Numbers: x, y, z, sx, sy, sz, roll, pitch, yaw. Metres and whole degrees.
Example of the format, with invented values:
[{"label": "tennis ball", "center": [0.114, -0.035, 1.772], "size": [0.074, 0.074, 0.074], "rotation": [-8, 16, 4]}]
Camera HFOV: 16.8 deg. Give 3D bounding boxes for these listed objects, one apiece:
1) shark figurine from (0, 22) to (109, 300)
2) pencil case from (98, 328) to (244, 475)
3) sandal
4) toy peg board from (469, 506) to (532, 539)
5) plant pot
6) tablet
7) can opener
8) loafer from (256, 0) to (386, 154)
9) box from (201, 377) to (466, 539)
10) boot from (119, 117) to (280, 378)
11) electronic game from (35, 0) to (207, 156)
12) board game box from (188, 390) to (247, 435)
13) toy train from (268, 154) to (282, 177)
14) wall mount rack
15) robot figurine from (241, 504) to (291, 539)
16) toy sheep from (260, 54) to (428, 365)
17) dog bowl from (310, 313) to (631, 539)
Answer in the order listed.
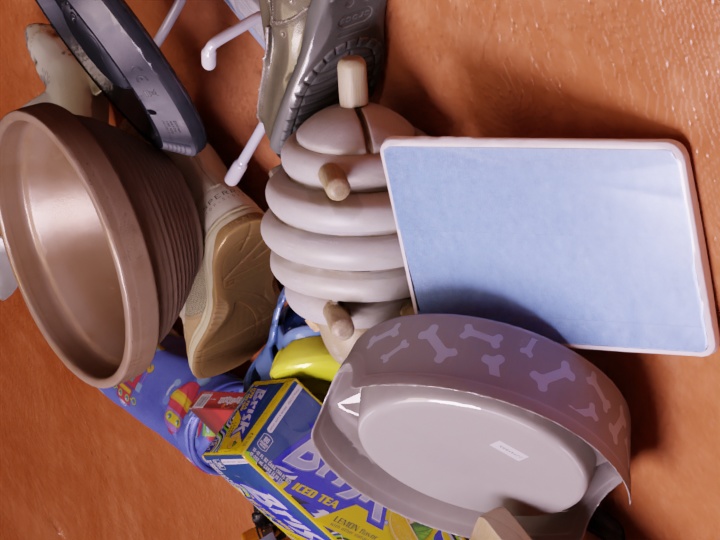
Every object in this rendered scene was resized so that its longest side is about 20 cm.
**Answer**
[{"label": "shark figurine", "center": [-0.220, -0.083, 1.880], "size": [0.127, 0.216, 0.089], "rotation": [3, 161, 28]}, {"label": "pencil case", "center": [-0.149, 0.088, 1.916], "size": [0.200, 0.086, 0.079], "rotation": [32, 107, 46]}, {"label": "sandal", "center": [-0.037, 0.059, 1.725], "size": [0.200, 0.079, 0.088], "rotation": [130, 146, -66]}, {"label": "toy peg board", "center": [0.085, 0.289, 1.476], "size": [0.199, 0.097, 0.201], "rotation": [50, 146, 27]}, {"label": "plant pot", "center": [-0.173, -0.028, 1.698], "size": [0.201, 0.092, 0.202], "rotation": [41, 143, 42]}, {"label": "tablet", "center": [0.106, -0.016, 1.391], "size": [0.199, 0.014, 0.131], "rotation": [2, 116, 34]}, {"label": "can opener", "center": [0.096, 0.143, 1.577], "size": [0.199, 0.078, 0.064], "rotation": [20, 90, 49]}, {"label": "loafer", "center": [-0.026, -0.160, 1.521], "size": [0.070, 0.075, 0.201], "rotation": [48, 138, 30]}, {"label": "box", "center": [-0.009, 0.162, 1.660], "size": [0.200, 0.070, 0.064], "rotation": [44, 156, -19]}, {"label": "boot", "center": [-0.125, -0.026, 1.792], "size": [0.156, 0.072, 0.201], "rotation": [55, 158, 27]}, {"label": "electronic game", "center": [-0.169, -0.159, 1.647], "size": [0.200, 0.042, 0.200], "rotation": [50, 170, 12]}, {"label": "board game box", "center": [-0.031, 0.159, 1.747], "size": [0.200, 0.019, 0.103], "rotation": [46, 159, -20]}, {"label": "toy train", "center": [0.000, 0.000, 1.641], "size": [0.201, 0.034, 0.046], "rotation": [57, 163, 13]}, {"label": "wall mount rack", "center": [-0.104, -0.158, 1.649], "size": [0.200, 0.074, 0.174], "rotation": [53, 169, 24]}, {"label": "robot figurine", "center": [-0.046, 0.232, 1.804], "size": [0.146, 0.058, 0.200], "rotation": [57, 178, -8]}, {"label": "toy sheep", "center": [0.001, -0.033, 1.513], "size": [0.138, 0.137, 0.202], "rotation": [26, 119, 49]}, {"label": "dog bowl", "center": [0.072, 0.095, 1.462], "size": [0.198, 0.059, 0.201], "rotation": [13, 152, 7]}]
